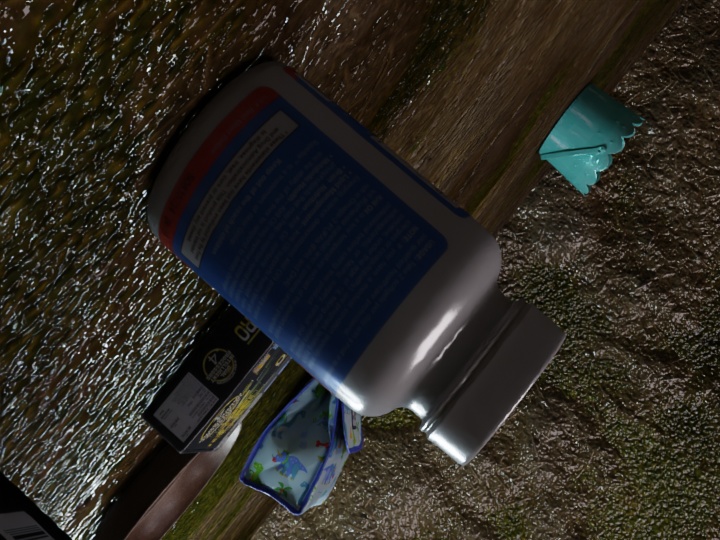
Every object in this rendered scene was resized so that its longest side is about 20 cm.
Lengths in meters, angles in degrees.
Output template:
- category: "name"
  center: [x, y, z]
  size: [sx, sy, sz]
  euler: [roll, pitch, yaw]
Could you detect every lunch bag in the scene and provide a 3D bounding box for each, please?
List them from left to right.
- category: "lunch bag"
  center: [-0.063, 0.230, 1.529]
  size: [0.203, 0.126, 0.170]
  euler: [-63, 170, -3]

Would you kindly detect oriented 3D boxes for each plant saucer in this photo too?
- category: "plant saucer"
  center: [-0.188, 0.211, 1.018]
  size: [0.201, 0.034, 0.200]
  euler: [-50, 172, -9]

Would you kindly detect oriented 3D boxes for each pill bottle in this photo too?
- category: "pill bottle"
  center: [0.000, 0.000, 0.537]
  size: [0.113, 0.199, 0.112]
  euler: [-48, 171, -10]

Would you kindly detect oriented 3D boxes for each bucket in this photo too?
- category: "bucket"
  center: [0.469, -0.270, 2.217]
  size: [0.208, 0.134, 0.207]
  euler: [-50, 171, -11]

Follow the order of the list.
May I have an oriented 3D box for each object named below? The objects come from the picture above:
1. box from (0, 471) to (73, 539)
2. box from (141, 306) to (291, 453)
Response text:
- category: "box"
  center: [-0.179, 0.199, 0.426]
  size: [0.201, 0.196, 0.118]
  euler: [-49, 173, -8]
- category: "box"
  center: [-0.082, 0.055, 0.871]
  size: [0.201, 0.049, 0.161]
  euler: [-51, 175, -6]
